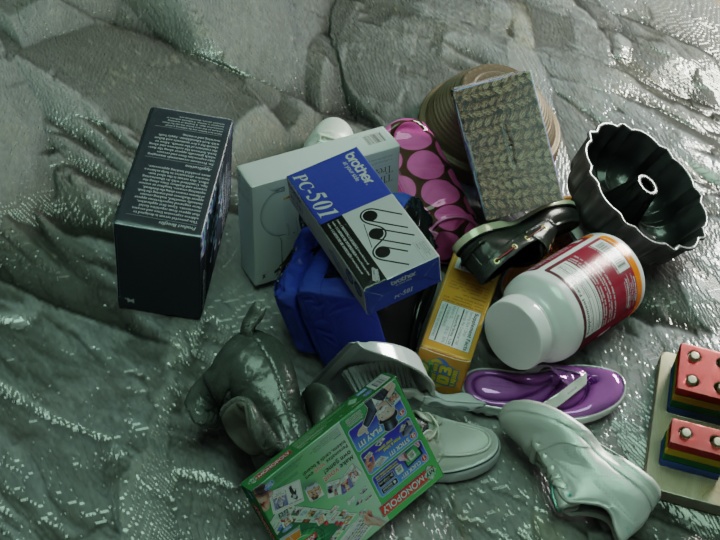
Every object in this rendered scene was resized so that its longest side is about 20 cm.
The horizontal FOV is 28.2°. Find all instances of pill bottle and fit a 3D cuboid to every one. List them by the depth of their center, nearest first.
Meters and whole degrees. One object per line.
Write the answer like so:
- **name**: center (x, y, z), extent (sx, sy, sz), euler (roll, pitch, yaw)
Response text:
- **pill bottle**: center (0.240, 0.039, 1.699), extent (0.113, 0.114, 0.199), euler (41, 46, 25)

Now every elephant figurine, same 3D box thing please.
- **elephant figurine**: center (-0.087, 0.169, 1.534), extent (0.141, 0.155, 0.200), euler (-39, 49, -4)

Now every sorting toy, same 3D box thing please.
- **sorting toy**: center (0.438, 0.183, 1.651), extent (0.197, 0.070, 0.201), euler (14, 49, 4)

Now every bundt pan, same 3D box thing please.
- **bundt pan**: center (0.345, -0.089, 1.836), extent (0.201, 0.076, 0.203), euler (21, 47, -24)

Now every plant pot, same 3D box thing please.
- **plant pot**: center (0.180, -0.213, 1.940), extent (0.199, 0.093, 0.202), euler (5, 49, -5)

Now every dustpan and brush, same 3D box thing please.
- **dustpan and brush**: center (0.052, 0.133, 1.603), extent (0.198, 0.140, 0.058), euler (1, 59, -30)

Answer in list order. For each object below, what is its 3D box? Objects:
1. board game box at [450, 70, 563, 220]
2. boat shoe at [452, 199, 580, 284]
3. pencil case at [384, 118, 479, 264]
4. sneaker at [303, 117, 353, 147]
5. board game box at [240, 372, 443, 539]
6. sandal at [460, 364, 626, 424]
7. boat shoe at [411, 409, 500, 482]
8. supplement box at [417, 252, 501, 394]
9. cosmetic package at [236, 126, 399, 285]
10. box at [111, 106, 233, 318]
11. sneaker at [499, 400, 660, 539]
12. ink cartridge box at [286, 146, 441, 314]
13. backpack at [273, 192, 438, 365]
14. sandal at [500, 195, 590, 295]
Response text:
- **board game box**: center (0.178, -0.160, 1.779), extent (0.096, 0.161, 0.200), euler (-15, 7, 4)
- **boat shoe**: center (0.198, -0.033, 1.728), extent (0.200, 0.074, 0.063), euler (-20, 68, -40)
- **pencil case**: center (0.079, -0.102, 1.836), extent (0.093, 0.091, 0.201), euler (17, 35, -43)
- **sneaker**: center (-0.048, -0.142, 1.849), extent (0.075, 0.089, 0.201), euler (13, 49, 5)
- **board game box**: center (-0.016, 0.220, 1.505), extent (0.199, 0.135, 0.029), euler (-36, 25, -23)
- **sandal**: center (0.216, 0.138, 1.671), extent (0.201, 0.050, 0.083), euler (-3, 50, -8)
- **boat shoe**: center (0.061, 0.187, 1.598), extent (0.198, 0.066, 0.072), euler (5, 49, -3)
- **supplement box**: center (0.116, 0.056, 1.704), extent (0.068, 0.067, 0.201), euler (20, 43, 7)
- **cosmetic package**: center (-0.050, -0.078, 1.751), extent (0.198, 0.152, 0.052), euler (-18, 45, -21)
- **box**: center (-0.223, -0.071, 1.725), extent (0.106, 0.149, 0.201), euler (9, 49, 1)
- **sneaker**: center (0.228, 0.222, 1.584), extent (0.199, 0.075, 0.089), euler (32, 65, 17)
- **ink cartridge box**: center (0.001, -0.048, 1.587), extent (0.093, 0.044, 0.200), euler (-24, 50, -14)
- **backpack**: center (0.000, 0.000, 1.686), extent (0.166, 0.163, 0.201), euler (9, 49, 21)
- **sandal**: center (0.247, -0.035, 1.818), extent (0.079, 0.059, 0.207), euler (26, 51, 14)
